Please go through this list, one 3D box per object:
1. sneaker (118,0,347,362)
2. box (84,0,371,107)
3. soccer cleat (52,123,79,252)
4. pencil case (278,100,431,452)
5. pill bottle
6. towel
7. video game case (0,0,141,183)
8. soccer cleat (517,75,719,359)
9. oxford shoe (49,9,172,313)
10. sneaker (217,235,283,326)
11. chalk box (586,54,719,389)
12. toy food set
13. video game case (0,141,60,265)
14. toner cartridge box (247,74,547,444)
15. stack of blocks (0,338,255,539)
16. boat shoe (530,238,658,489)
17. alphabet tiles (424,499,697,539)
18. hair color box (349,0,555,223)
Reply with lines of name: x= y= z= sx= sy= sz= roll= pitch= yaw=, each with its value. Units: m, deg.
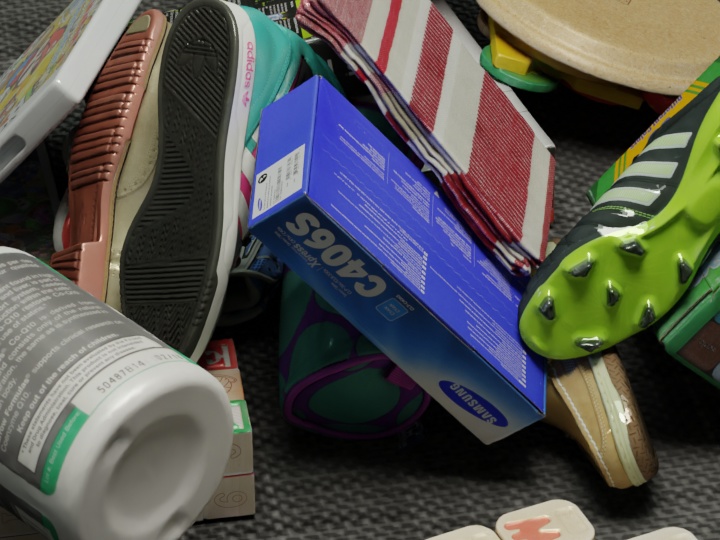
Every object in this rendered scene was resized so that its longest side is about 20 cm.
sneaker: x=-0.061 y=-0.042 z=1.621 sx=0.083 sy=0.201 sz=0.120 roll=17 pitch=8 yaw=41
box: x=-0.067 y=-0.129 z=1.783 sx=0.192 sy=0.048 sz=0.200 roll=-11 pitch=16 yaw=-1
soccer cleat: x=-0.152 y=-0.056 z=1.810 sx=0.085 sy=0.069 sz=0.200 roll=4 pitch=32 yaw=21
pencil case: x=0.000 y=0.000 z=1.672 sx=0.092 sy=0.085 sz=0.201 roll=-21 pitch=47 yaw=22
pill bottle: x=-0.168 y=0.058 z=1.501 sx=0.200 sy=0.114 sz=0.113 roll=31 pitch=46 yaw=34
towel: x=0.039 y=-0.100 z=1.634 sx=0.023 sy=0.200 sz=0.144 roll=-33 pitch=19 yaw=22
video game case: x=-0.193 y=-0.106 z=1.769 sx=0.023 sy=0.182 sz=0.200 roll=40 pitch=36 yaw=-13
soccer cleat: x=0.160 y=-0.033 z=1.590 sx=0.200 sy=0.067 sz=0.081 roll=-46 pitch=19 yaw=10
oxford shoe: x=-0.122 y=-0.043 z=1.659 sx=0.073 sy=0.201 sz=0.071 roll=15 pitch=-4 yaw=-23
sneaker: x=-0.072 y=-0.011 z=1.749 sx=0.077 sy=0.076 sz=0.200 roll=42 pitch=51 yaw=16
chalk box: x=0.230 y=-0.003 z=1.637 sx=0.125 sy=0.124 sz=0.200 roll=33 pitch=21 yaw=-31
toy food set: x=0.154 y=-0.159 z=1.907 sx=0.197 sy=0.049 sz=0.200 roll=16 pitch=29 yaw=-8
video game case: x=-0.253 y=-0.031 z=1.809 sx=0.142 sy=0.018 sz=0.200 roll=-8 pitch=36 yaw=-10
toner cartridge box: x=0.023 y=-0.004 z=1.571 sx=0.043 sy=0.200 sz=0.095 roll=-28 pitch=35 yaw=29
stack of blocks: x=-0.158 y=0.101 z=1.588 sx=0.199 sy=0.059 sz=0.115 roll=-6 pitch=36 yaw=-7
boat shoe: x=0.107 y=0.061 z=1.648 sx=0.076 sy=0.072 sz=0.200 roll=-20 pitch=31 yaw=0
alphabet tiles: x=0.108 y=0.188 z=1.503 sx=0.195 sy=0.015 sz=0.200 roll=-15 pitch=38 yaw=-19
hair color box: x=0.039 y=-0.095 z=1.861 sx=0.101 sy=0.062 sz=0.200 roll=-11 pitch=36 yaw=-15
